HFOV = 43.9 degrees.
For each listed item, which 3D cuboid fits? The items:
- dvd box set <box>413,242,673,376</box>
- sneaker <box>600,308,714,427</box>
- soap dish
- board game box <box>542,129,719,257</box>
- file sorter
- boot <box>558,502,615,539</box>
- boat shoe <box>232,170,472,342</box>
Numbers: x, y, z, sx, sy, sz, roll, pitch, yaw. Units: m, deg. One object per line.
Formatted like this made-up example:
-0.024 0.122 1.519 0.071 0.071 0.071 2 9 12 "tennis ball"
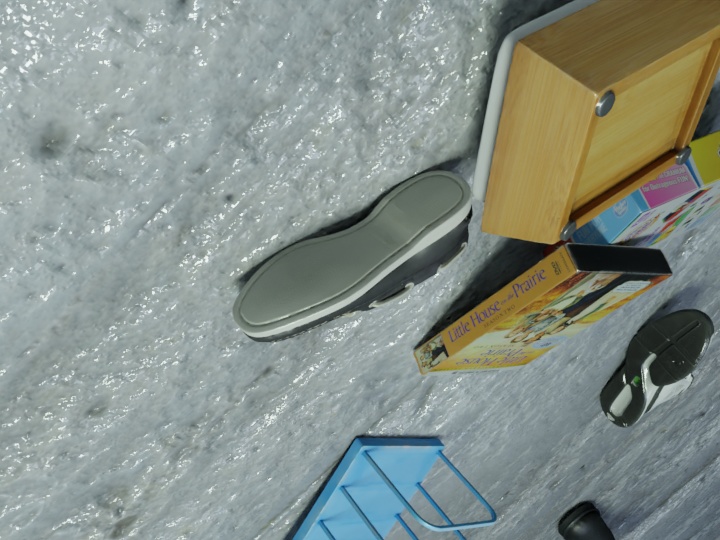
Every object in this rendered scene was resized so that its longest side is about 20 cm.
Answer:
0.162 0.039 0.808 0.146 0.030 0.200 2 149 -41 "dvd box set"
0.388 0.108 1.117 0.115 0.076 0.201 -19 148 -39 "sneaker"
0.176 -0.118 0.640 0.199 0.081 0.158 -31 144 -30 "soap dish"
0.279 -0.065 0.803 0.199 0.041 0.153 -22 162 -22 "board game box"
0.024 0.291 0.925 0.138 0.123 0.201 12 115 -46 "file sorter"
0.404 0.468 1.429 0.073 0.163 0.198 -40 144 0 "boot"
0.000 0.000 0.653 0.199 0.074 0.061 -35 140 -19 "boat shoe"
